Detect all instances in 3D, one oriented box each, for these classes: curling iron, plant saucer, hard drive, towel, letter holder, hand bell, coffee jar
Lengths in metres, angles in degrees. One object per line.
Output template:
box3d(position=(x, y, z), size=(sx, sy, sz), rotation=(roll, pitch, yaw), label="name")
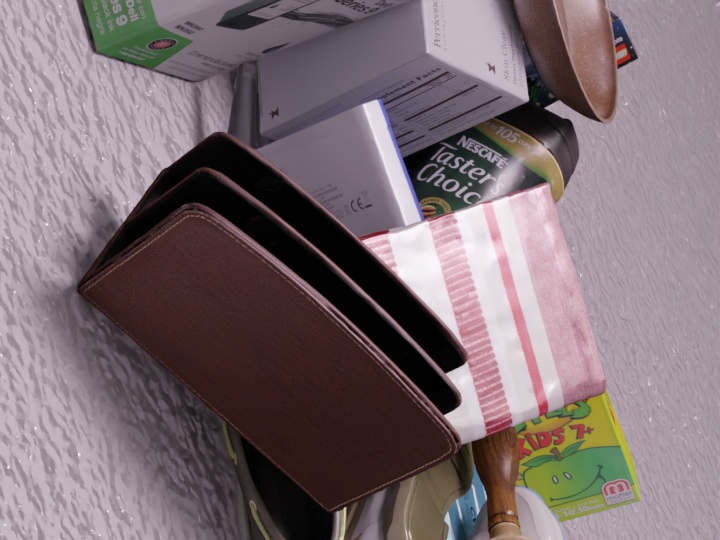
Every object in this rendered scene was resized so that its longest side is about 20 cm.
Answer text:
box3d(position=(-0.075, -0.040, 1.384), size=(0.050, 0.026, 0.201), rotation=(24, 56, -51), label="curling iron")
box3d(position=(0.137, -0.197, 1.512), size=(0.200, 0.037, 0.201), rotation=(-12, 90, -73), label="plant saucer")
box3d(position=(0.000, 0.000, 1.427), size=(0.025, 0.132, 0.201), rotation=(-21, 92, -42), label="hard drive")
box3d(position=(0.056, 0.037, 1.363), size=(0.200, 0.023, 0.145), rotation=(-17, 92, -28), label="towel")
box3d(position=(-0.029, 0.020, 1.192), size=(0.200, 0.142, 0.101), rotation=(42, 52, -13), label="letter holder")
box3d(position=(0.095, 0.162, 1.416), size=(0.104, 0.104, 0.200), rotation=(51, 26, -41), label="hand bell")
box3d(position=(0.070, -0.040, 1.538), size=(0.200, 0.104, 0.085), rotation=(-54, 152, -21), label="coffee jar")

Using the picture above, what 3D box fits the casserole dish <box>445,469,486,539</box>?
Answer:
box3d(position=(0.058, 0.157, 1.562), size=(0.121, 0.039, 0.201), rotation=(29, 46, -60), label="casserole dish")

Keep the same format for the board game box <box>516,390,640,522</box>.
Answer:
box3d(position=(0.135, 0.104, 1.615), size=(0.048, 0.101, 0.200), rotation=(-93, 164, -51), label="board game box")

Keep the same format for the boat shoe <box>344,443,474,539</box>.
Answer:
box3d(position=(0.026, 0.142, 1.442), size=(0.075, 0.068, 0.200), rotation=(63, 23, -16), label="boat shoe")

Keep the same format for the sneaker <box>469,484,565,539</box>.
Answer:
box3d(position=(0.083, 0.229, 1.452), size=(0.081, 0.076, 0.200), rotation=(43, 50, -37), label="sneaker")

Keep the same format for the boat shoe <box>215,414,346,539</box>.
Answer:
box3d(position=(-0.050, 0.087, 1.279), size=(0.060, 0.072, 0.202), rotation=(137, -57, -64), label="boat shoe")

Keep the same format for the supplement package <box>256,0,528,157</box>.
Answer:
box3d(position=(0.015, -0.194, 1.487), size=(0.111, 0.156, 0.201), rotation=(18, 59, -45), label="supplement package")

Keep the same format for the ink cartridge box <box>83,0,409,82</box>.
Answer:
box3d(position=(-0.058, -0.197, 1.347), size=(0.146, 0.199, 0.084), rotation=(8, 65, -67), label="ink cartridge box")

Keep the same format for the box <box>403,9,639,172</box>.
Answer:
box3d(position=(0.105, -0.148, 1.672), size=(0.038, 0.200, 0.137), rotation=(62, 2, -19), label="box")
